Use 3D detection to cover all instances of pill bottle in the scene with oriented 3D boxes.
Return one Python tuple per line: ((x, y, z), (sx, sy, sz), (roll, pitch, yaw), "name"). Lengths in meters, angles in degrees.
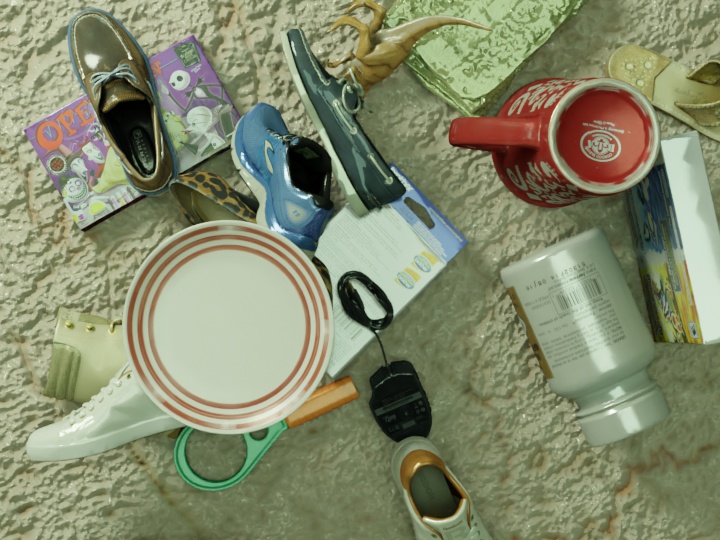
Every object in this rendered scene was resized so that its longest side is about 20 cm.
((0.230, 0.068, 1.577), (0.114, 0.114, 0.200), (-24, 89, -3), "pill bottle")

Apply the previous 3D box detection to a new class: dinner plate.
((-0.123, 0.053, 1.477), (0.200, 0.024, 0.201), (0, 91, 3), "dinner plate")

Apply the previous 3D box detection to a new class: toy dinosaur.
((0.027, -0.228, 1.592), (0.200, 0.060, 0.106), (-38, 102, 24), "toy dinosaur")

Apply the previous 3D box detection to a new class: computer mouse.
((0.023, 0.088, 1.583), (0.059, 0.034, 0.200), (-20, 109, -1), "computer mouse")

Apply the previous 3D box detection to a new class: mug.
((0.192, -0.118, 1.532), (0.177, 0.200, 0.134), (-24, 96, -6), "mug")

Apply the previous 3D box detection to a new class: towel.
((0.128, -0.268, 1.622), (0.148, 0.036, 0.200), (42, 89, 0), "towel")

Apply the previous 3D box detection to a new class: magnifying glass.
((-0.096, 0.160, 1.605), (0.200, 0.022, 0.080), (-25, 89, -4), "magnifying glass")

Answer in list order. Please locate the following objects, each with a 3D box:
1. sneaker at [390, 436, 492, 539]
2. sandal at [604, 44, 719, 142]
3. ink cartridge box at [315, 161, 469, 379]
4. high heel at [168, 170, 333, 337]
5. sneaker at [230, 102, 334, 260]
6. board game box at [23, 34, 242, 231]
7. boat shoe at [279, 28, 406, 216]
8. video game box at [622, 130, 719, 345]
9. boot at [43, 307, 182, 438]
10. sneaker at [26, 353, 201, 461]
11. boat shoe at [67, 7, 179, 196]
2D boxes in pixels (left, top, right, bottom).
((0.089, 0.266, 1.564), (0.073, 0.085, 0.200), (-30, 101, -3), "sneaker")
((0.357, -0.182, 1.614), (0.211, 0.070, 0.078), (18, 87, -2), "sandal")
((0.000, 0.000, 1.605), (0.200, 0.042, 0.119), (-45, 90, -1), "ink cartridge box")
((-0.108, -0.013, 1.512), (0.071, 0.142, 0.200), (-48, 48, 19), "high heel")
((-0.065, -0.101, 1.536), (0.078, 0.200, 0.089), (17, 124, -36), "sneaker")
((-0.227, -0.140, 1.606), (0.200, 0.032, 0.120), (-31, 86, -3), "board game box")
((-0.019, -0.153, 1.556), (0.062, 0.075, 0.200), (-25, 88, 6), "boat shoe")
((0.309, -0.028, 1.550), (0.047, 0.182, 0.200), (-12, 88, -2), "video game box")
((-0.224, 0.053, 1.575), (0.155, 0.073, 0.200), (17, 97, -2), "boot")
((-0.232, 0.123, 1.520), (0.200, 0.073, 0.085), (-18, 101, -6), "sneaker")
((-0.233, -0.172, 1.557), (0.072, 0.072, 0.200), (-27, 88, -3), "boat shoe")
